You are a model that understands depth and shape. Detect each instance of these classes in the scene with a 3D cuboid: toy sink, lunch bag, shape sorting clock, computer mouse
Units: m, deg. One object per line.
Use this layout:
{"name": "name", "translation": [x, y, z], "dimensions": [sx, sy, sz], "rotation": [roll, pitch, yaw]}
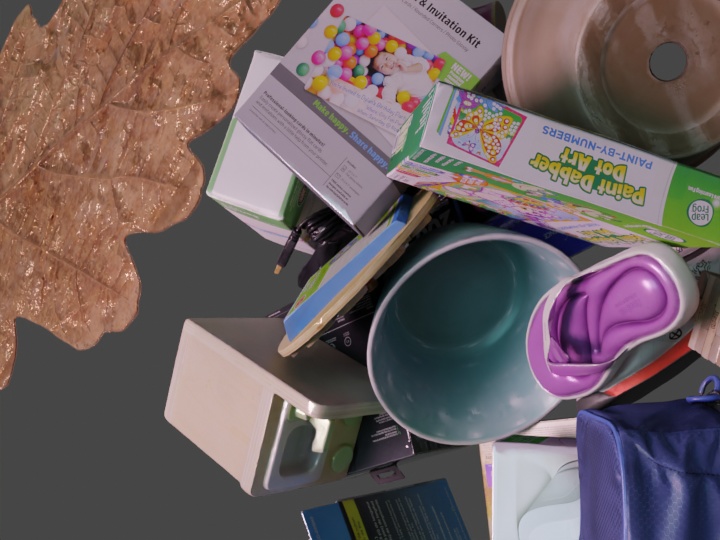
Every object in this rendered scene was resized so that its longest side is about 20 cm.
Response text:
{"name": "toy sink", "translation": [-0.071, 0.132, 0.789], "dimensions": [0.198, 0.129, 0.114], "rotation": [24, 104, 40]}
{"name": "lunch bag", "translation": [0.207, 0.166, 0.510], "dimensions": [0.129, 0.136, 0.205], "rotation": [0, 89, 4]}
{"name": "shape sorting clock", "translation": [0.000, 0.000, 0.731], "dimensions": [0.039, 0.200, 0.199], "rotation": [47, 126, -7]}
{"name": "computer mouse", "translation": [-0.032, -0.009, 0.861], "dimensions": [0.046, 0.139, 0.200], "rotation": [56, 144, 13]}

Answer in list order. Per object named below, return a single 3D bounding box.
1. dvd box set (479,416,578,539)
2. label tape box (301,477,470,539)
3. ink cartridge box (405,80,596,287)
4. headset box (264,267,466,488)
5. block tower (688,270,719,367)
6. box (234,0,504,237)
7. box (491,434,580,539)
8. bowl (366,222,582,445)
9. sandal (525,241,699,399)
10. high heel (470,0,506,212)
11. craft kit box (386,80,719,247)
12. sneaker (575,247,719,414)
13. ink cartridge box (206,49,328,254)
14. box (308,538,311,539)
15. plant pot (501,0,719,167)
{"name": "dvd box set", "translation": [0.178, 0.232, 0.734], "dimensions": [0.145, 0.029, 0.205], "rotation": [-16, 76, 42]}
{"name": "label tape box", "translation": [0.026, 0.280, 0.763], "dimensions": [0.066, 0.198, 0.145], "rotation": [-41, 61, 36]}
{"name": "ink cartridge box", "translation": [0.119, -0.084, 0.804], "dimensions": [0.197, 0.043, 0.204], "rotation": [-32, 67, 37]}
{"name": "headset box", "translation": [0.003, 0.117, 0.870], "dimensions": [0.173, 0.092, 0.204], "rotation": [-27, 69, 39]}
{"name": "block tower", "translation": [0.265, 0.052, 0.497], "dimensions": [0.200, 0.057, 0.055], "rotation": [-104, 26, -77]}
{"name": "box", "translation": [0.012, -0.155, 0.721], "dimensions": [0.156, 0.041, 0.200], "rotation": [42, 89, 19]}
{"name": "box", "translation": [0.191, 0.233, 0.636], "dimensions": [0.173, 0.096, 0.205], "rotation": [0, 84, 21]}
{"name": "bowl", "translation": [0.095, 0.040, 0.740], "dimensions": [0.203, 0.197, 0.105], "rotation": [-64, 19, 20]}
{"name": "sandal", "translation": [0.162, 0.041, 0.613], "dimensions": [0.083, 0.049, 0.203], "rotation": [59, 152, 18]}
{"name": "high heel", "translation": [0.083, -0.146, 0.762], "dimensions": [0.094, 0.067, 0.205], "rotation": [-7, 76, 31]}
{"name": "craft kit box", "translation": [0.123, -0.064, 0.586], "dimensions": [0.200, 0.193, 0.050], "rotation": [-157, 81, -86]}
{"name": "sneaker", "translation": [0.232, 0.023, 0.671], "dimensions": [0.201, 0.067, 0.109], "rotation": [-44, 61, 28]}
{"name": "ink cartridge box", "translation": [-0.067, -0.108, 0.858], "dimensions": [0.086, 0.200, 0.148], "rotation": [17, 85, 14]}
{"name": "box", "translation": [0.014, 0.357, 0.823], "dimensions": [0.097, 0.123, 0.203], "rotation": [-40, 62, 34]}
{"name": "plant pot", "translation": [0.197, -0.146, 0.586], "dimensions": [0.195, 0.174, 0.205], "rotation": [2, 106, 8]}
